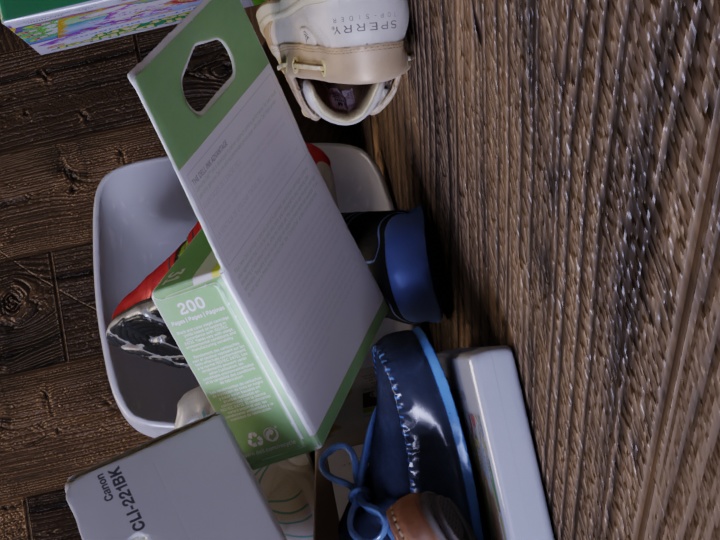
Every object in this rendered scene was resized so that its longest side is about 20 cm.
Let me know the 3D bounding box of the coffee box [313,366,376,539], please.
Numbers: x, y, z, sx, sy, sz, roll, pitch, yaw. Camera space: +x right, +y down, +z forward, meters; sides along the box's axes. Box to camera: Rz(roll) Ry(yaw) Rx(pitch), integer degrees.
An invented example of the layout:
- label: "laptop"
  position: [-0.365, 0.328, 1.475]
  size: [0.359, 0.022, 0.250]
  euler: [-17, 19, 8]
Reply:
- label: "coffee box"
  position: [0.021, 0.147, 1.043]
  size: [0.200, 0.080, 0.115]
  euler: [-92, -9, -67]

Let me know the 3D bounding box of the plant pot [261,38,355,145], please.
- label: "plant pot"
  position: [-0.064, -0.076, 1.404]
  size: [0.201, 0.093, 0.201]
  euler: [-156, 90, -89]

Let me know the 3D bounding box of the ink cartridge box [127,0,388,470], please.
- label: "ink cartridge box"
  position: [-0.059, -0.025, 0.902]
  size: [0.200, 0.048, 0.146]
  euler: [62, -155, -18]

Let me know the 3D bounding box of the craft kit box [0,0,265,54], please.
- label: "craft kit box"
  position: [-0.094, -0.167, 1.014]
  size: [0.198, 0.200, 0.049]
  euler: [-132, 28, -84]

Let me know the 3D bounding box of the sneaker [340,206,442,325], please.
- label: "sneaker"
  position: [0.000, 0.000, 1.067]
  size: [0.200, 0.078, 0.070]
  euler: [-152, 51, -85]

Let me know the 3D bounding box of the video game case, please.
- label: "video game case"
  position: [0.071, 0.135, 0.874]
  size: [0.182, 0.023, 0.200]
  euler: [137, 121, -86]

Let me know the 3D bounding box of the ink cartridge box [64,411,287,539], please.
- label: "ink cartridge box"
  position: [-0.054, 0.187, 0.864]
  size: [0.144, 0.084, 0.200]
  euler: [57, 170, 43]

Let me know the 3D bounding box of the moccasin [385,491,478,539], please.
- label: "moccasin"
  position: [0.030, 0.181, 0.845]
  size: [0.202, 0.078, 0.074]
  euler: [82, 173, -45]

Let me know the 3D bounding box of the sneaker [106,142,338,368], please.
- label: "sneaker"
  position: [-0.075, -0.007, 1.078]
  size: [0.200, 0.077, 0.085]
  euler: [-34, 40, 40]

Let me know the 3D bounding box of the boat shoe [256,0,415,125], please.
- label: "boat shoe"
  position: [-0.013, -0.108, 0.938]
  size: [0.200, 0.074, 0.069]
  euler: [153, 110, -85]

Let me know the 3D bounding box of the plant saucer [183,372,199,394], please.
- label: "plant saucer"
  position: [-0.038, 0.109, 1.241]
  size: [0.032, 0.200, 0.201]
  euler: [-49, 47, 49]

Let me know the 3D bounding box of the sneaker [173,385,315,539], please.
- label: "sneaker"
  position: [-0.058, 0.123, 1.111]
  size: [0.200, 0.080, 0.071]
  euler: [74, -173, -47]

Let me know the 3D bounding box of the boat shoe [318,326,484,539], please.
- label: "boat shoe"
  position: [0.022, 0.126, 0.880]
  size: [0.084, 0.069, 0.200]
  euler: [-113, 13, -70]

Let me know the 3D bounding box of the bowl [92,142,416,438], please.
- label: "bowl"
  position: [-0.069, 0.022, 1.196]
  size: [0.075, 0.199, 0.200]
  euler: [95, 167, -59]
